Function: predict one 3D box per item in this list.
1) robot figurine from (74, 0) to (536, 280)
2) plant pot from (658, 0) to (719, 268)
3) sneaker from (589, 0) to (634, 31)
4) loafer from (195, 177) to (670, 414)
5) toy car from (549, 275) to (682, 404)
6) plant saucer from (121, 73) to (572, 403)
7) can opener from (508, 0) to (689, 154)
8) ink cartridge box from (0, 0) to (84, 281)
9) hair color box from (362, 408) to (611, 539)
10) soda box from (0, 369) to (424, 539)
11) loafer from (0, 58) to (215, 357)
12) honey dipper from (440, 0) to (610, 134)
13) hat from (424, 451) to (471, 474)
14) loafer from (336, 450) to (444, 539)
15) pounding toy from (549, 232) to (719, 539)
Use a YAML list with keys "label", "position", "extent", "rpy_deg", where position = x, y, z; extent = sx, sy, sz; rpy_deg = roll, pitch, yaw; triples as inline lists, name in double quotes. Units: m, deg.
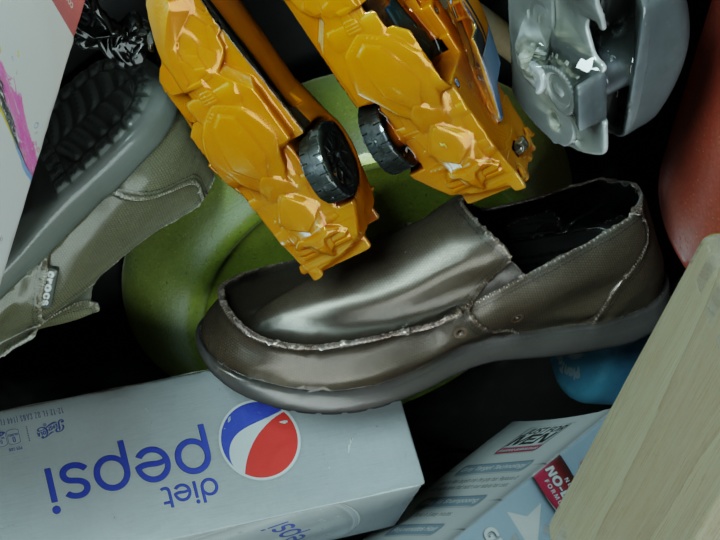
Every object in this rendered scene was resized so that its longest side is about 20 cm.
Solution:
- label: "robot figurine"
  position: [-0.031, -0.095, 0.828]
  extent: [0.144, 0.058, 0.201]
  rpy_deg: [-23, 118, 26]
- label: "plant pot"
  position: [0.213, -0.079, 0.917]
  extent: [0.199, 0.202, 0.196]
  rpy_deg: [-5, 141, -21]
- label: "sneaker"
  position: [0.067, -0.157, 0.857]
  extent: [0.081, 0.078, 0.201]
  rpy_deg: [-7, 127, -8]
- label: "loafer"
  position: [0.029, -0.001, 0.935]
  extent: [0.198, 0.073, 0.071]
  rpy_deg: [-13, 128, -18]
- label: "toy car"
  position: [0.184, 0.112, 1.044]
  extent: [0.183, 0.177, 0.202]
  rpy_deg: [2, 104, -26]
- label: "plant saucer"
  position: [0.000, 0.000, 0.990]
  extent: [0.198, 0.031, 0.201]
  rpy_deg: [-13, 138, -11]
- label: "can opener"
  position: [0.078, -0.129, 0.811]
  extent: [0.067, 0.053, 0.201]
  rpy_deg: [-26, 134, -24]
- label: "ink cartridge box"
  position: [-0.166, -0.041, 0.738]
  extent: [0.115, 0.201, 0.068]
  rpy_deg: [-5, 143, 21]
- label: "hair color box"
  position: [0.028, 0.139, 0.974]
  extent: [0.199, 0.099, 0.061]
  rpy_deg: [-37, 98, -23]
- label: "soda box"
  position: [-0.080, 0.085, 0.953]
  extent: [0.198, 0.069, 0.064]
  rpy_deg: [-11, 161, -16]
- label: "loafer"
  position: [-0.133, 0.005, 0.908]
  extent: [0.200, 0.075, 0.070]
  rpy_deg: [-39, 131, 13]
- label: "honey dipper"
  position: [0.044, -0.098, 0.923]
  extent: [0.038, 0.038, 0.200]
  rpy_deg: [-41, 137, 16]
- label: "hat"
  position: [0.016, 0.187, 1.135]
  extent: [0.199, 0.203, 0.081]
  rpy_deg: [4, 170, -28]
- label: "loafer"
  position: [0.048, 0.137, 1.086]
  extent: [0.199, 0.072, 0.063]
  rpy_deg: [31, 109, -21]
- label: "pounding toy"
  position: [0.203, 0.097, 0.868]
  extent: [0.198, 0.143, 0.185]
  rpy_deg: [12, 126, -16]
